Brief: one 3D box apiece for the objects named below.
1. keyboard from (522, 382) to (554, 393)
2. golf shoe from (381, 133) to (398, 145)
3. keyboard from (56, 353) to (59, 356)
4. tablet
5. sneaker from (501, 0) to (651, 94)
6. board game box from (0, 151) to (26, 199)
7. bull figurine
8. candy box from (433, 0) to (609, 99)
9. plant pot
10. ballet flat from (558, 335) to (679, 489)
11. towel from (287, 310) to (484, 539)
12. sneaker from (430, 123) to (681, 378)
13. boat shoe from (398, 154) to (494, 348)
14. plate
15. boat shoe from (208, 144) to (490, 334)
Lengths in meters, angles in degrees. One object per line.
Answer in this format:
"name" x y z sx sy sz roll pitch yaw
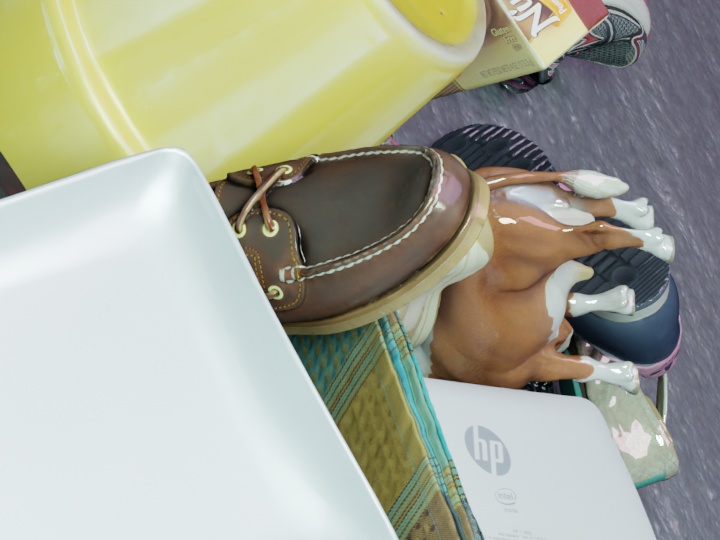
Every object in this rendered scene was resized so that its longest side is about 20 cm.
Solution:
"keyboard" 0.055 0.025 1.542 0.200 0.040 0.104 20 49 -55
"golf shoe" -0.016 -0.128 1.460 0.092 0.072 0.200 -98 -172 -60
"keyboard" -0.097 0.118 1.187 0.200 0.040 0.104 63 7 -6
"tablet" 0.063 0.105 1.339 0.200 0.014 0.130 10 49 -42
"sneaker" 0.109 -0.144 1.765 0.200 0.081 0.075 4 76 -51
"board game box" -0.195 -0.057 1.193 0.200 0.023 0.105 57 29 -11
"bull figurine" 0.080 0.016 1.408 0.200 0.121 0.065 99 -11 -59
"candy box" 0.032 -0.152 1.502 0.055 0.200 0.116 -39 104 -24
"plant pot" -0.054 -0.111 1.311 0.201 0.189 0.201 42 32 -34
"ballet flat" 0.136 0.040 1.630 0.067 0.062 0.200 96 -15 -58
"towel" -0.010 0.093 1.204 0.022 0.147 0.200 13 36 -29
"sneaker" 0.104 -0.007 1.584 0.200 0.070 0.082 45 -16 44
"boat shoe" 0.000 0.000 1.358 0.069 0.200 0.074 -18 76 -20
"plate" -0.112 0.064 1.113 0.200 0.032 0.200 -20 72 -29
"boat shoe" -0.038 -0.011 1.198 0.070 0.200 0.070 38 48 -32
